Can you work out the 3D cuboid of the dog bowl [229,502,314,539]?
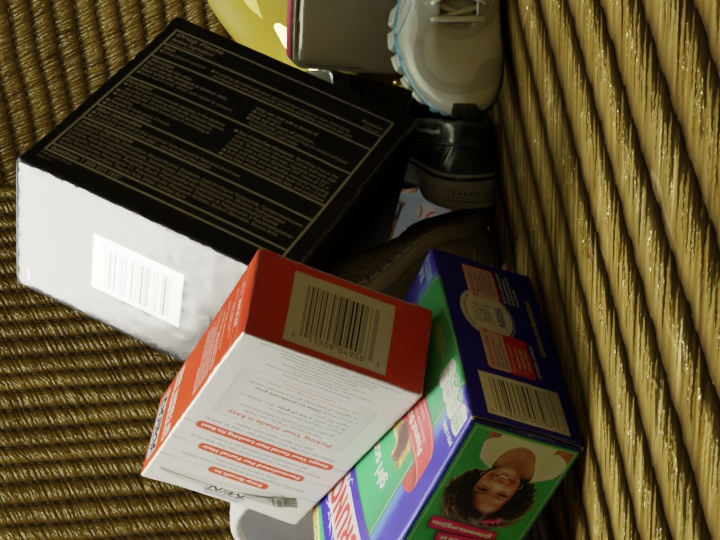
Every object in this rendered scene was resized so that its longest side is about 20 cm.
[{"bbox_3d":[0.000,0.159,1.179,0.200,0.200,0.079,93,175,-59],"label":"dog bowl"}]

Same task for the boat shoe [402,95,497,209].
[{"bbox_3d":[0.060,-0.098,1.124,0.200,0.072,0.071,-136,50,-69],"label":"boat shoe"}]

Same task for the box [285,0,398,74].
[{"bbox_3d":[0.010,-0.207,1.170,0.200,0.128,0.109,-118,31,-80],"label":"box"}]

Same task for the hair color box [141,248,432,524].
[{"bbox_3d":[-0.049,0.076,0.932,0.200,0.111,0.064,128,157,-50],"label":"hair color box"}]

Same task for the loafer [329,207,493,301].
[{"bbox_3d":[0.045,0.006,1.038,0.200,0.076,0.068,-29,-80,-58],"label":"loafer"}]

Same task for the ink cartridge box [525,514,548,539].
[{"bbox_3d":[0.083,0.234,0.990,0.117,0.067,0.200,-100,8,-59],"label":"ink cartridge box"}]

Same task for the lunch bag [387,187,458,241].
[{"bbox_3d":[0.000,0.000,1.281,0.200,0.170,0.124,145,124,-84],"label":"lunch bag"}]

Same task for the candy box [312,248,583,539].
[{"bbox_3d":[0.042,0.117,0.925,0.169,0.077,0.200,-99,30,-57],"label":"candy box"}]

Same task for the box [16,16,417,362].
[{"bbox_3d":[-0.096,-0.047,1.056,0.198,0.200,0.123,-53,-18,-43],"label":"box"}]

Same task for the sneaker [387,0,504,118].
[{"bbox_3d":[0.057,-0.195,0.982,0.087,0.075,0.200,111,156,-67],"label":"sneaker"}]

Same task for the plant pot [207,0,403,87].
[{"bbox_3d":[-0.016,-0.223,1.377,0.142,0.200,0.200,63,171,13],"label":"plant pot"}]

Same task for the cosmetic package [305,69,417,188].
[{"bbox_3d":[-0.016,-0.107,1.264,0.200,0.103,0.087,0,-93,-64],"label":"cosmetic package"}]
